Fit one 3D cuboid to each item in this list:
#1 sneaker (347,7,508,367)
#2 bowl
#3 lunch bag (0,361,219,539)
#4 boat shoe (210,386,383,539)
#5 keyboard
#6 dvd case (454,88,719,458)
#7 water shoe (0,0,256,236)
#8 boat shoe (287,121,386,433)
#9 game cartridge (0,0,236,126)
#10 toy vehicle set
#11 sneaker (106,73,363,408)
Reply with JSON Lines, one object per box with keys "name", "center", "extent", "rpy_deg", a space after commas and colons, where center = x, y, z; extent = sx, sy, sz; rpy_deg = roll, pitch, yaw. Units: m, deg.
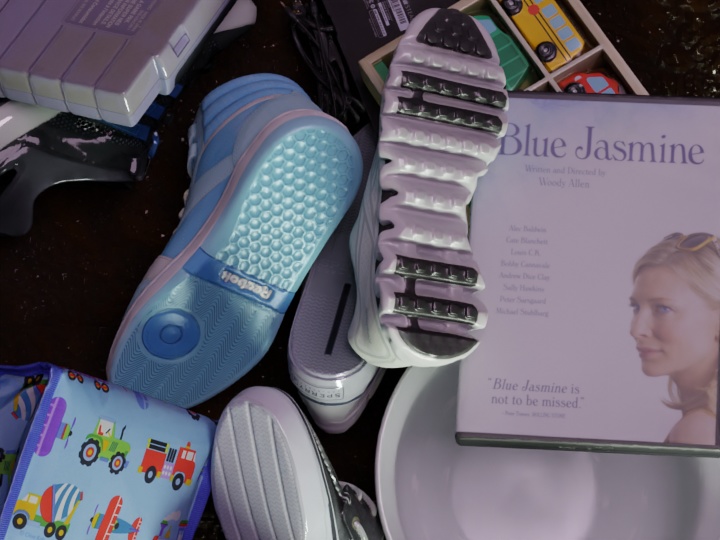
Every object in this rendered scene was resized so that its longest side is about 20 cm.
{"name": "sneaker", "center": [0.028, -0.043, 1.410], "extent": [0.075, 0.081, 0.201], "rpy_deg": [16, 72, -23]}
{"name": "bowl", "center": [0.099, 0.120, 1.468], "extent": [0.200, 0.090, 0.202], "rpy_deg": [2, 76, -9]}
{"name": "lunch bag", "center": [-0.162, 0.157, 1.363], "extent": [0.150, 0.094, 0.201], "rpy_deg": [24, 73, -53]}
{"name": "boat shoe", "center": [-0.025, 0.143, 1.421], "extent": [0.071, 0.072, 0.201], "rpy_deg": [-34, 123, -38]}
{"name": "keyboard", "center": [0.009, -0.141, 1.535], "extent": [0.104, 0.040, 0.200], "rpy_deg": [-18, 65, -4]}
{"name": "dvd case", "center": [0.127, -0.001, 1.407], "extent": [0.142, 0.018, 0.201], "rpy_deg": [2, 70, 7]}
{"name": "water shoe", "center": [-0.138, -0.087, 1.484], "extent": [0.200, 0.071, 0.079], "rpy_deg": [-30, 102, -16]}
{"name": "boat shoe", "center": [0.000, 0.000, 1.493], "extent": [0.073, 0.067, 0.200], "rpy_deg": [16, 55, 12]}
{"name": "game cartridge", "center": [-0.129, -0.163, 1.464], "extent": [0.129, 0.038, 0.200], "rpy_deg": [17, 53, 21]}
{"name": "toy vehicle set", "center": [0.103, -0.066, 1.457], "extent": [0.124, 0.027, 0.200], "rpy_deg": [-32, 70, -6]}
{"name": "sneaker", "center": [-0.079, -0.021, 1.476], "extent": [0.079, 0.131, 0.200], "rpy_deg": [32, 104, -27]}
